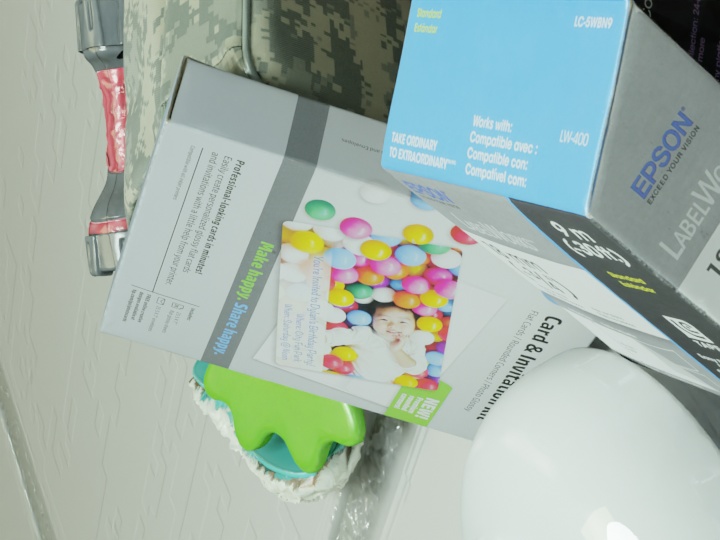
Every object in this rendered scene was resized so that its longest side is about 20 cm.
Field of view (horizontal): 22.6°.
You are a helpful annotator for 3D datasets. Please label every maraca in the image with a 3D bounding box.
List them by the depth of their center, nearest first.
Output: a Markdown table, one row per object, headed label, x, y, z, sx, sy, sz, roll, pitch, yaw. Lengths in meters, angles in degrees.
| label | x | y | z | sx | sy | sz | roll | pitch | yaw |
| --- | --- | --- | --- | --- | --- | --- | --- | --- | --- |
| maraca | -0.038 | 0.006 | 0.956 | 0.137 | 0.107 | 0.201 | 16 | 109 | 41 |

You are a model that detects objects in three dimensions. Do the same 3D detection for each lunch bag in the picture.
| label | x | y | z | sx | sy | sz | roll | pitch | yaw |
| --- | --- | --- | --- | --- | --- | --- | --- | --- | --- |
| lunch bag | -0.046 | -0.109 | 0.848 | 0.168 | 0.139 | 0.201 | -31 | 52 | 43 |

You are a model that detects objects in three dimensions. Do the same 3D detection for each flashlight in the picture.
| label | x | y | z | sx | sy | sz | roll | pitch | yaw |
| --- | --- | --- | --- | --- | --- | --- | --- | --- | --- |
| flashlight | -0.174 | -0.097 | 1.301 | 0.068 | 0.068 | 0.201 | 178 | 86 | -68 |

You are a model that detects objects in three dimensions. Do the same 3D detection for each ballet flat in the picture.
| label | x | y | z | sx | sy | sz | roll | pitch | yaw |
| --- | --- | --- | --- | --- | --- | --- | --- | --- | --- |
| ballet flat | -0.041 | 0.096 | 1.070 | 0.200 | 0.071 | 0.072 | -141 | 49 | -61 |

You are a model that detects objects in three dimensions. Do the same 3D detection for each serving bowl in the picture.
| label | x | y | z | sx | sy | sz | roll | pitch | yaw |
| --- | --- | --- | --- | --- | --- | --- | --- | --- | --- |
| serving bowl | 0.091 | 0.134 | 0.703 | 0.200 | 0.066 | 0.201 | 54 | 155 | 41 |

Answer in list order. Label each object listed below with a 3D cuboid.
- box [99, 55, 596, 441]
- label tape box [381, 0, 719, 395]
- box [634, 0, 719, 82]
| label | x | y | z | sx | sy | sz | roll | pitch | yaw |
| --- | --- | --- | --- | --- | --- | --- | --- | --- | --- |
| box | 0.000 | 0.000 | 0.771 | 0.156 | 0.199 | 0.041 | 118 | 165 | -52 |
| label tape box | 0.075 | -0.033 | 0.595 | 0.063 | 0.200 | 0.144 | -56 | 25 | -6 |
| box | 0.133 | -0.110 | 0.579 | 0.200 | 0.036 | 0.144 | 29 | 123 | 46 |
